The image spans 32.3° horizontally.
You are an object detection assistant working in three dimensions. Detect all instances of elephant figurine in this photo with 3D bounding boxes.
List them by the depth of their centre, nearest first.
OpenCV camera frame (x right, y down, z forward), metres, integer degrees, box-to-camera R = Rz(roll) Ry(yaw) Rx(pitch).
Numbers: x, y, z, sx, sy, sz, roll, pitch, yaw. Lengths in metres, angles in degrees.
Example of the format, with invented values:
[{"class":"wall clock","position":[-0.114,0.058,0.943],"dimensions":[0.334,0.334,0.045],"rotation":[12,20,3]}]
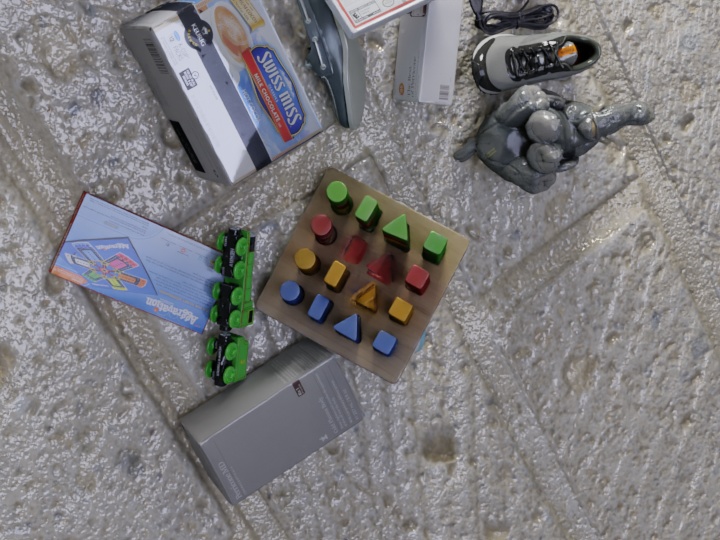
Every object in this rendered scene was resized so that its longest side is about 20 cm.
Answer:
[{"class":"elephant figurine","position":[0.255,-0.179,1.621],"dimensions":[0.199,0.155,0.142],"rotation":[-23,147,-45]}]

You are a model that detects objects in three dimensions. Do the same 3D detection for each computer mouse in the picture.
[{"class":"computer mouse","position":[0.187,-0.401,1.589],"dimensions":[0.140,0.046,0.201],"rotation":[-17,118,-25]}]

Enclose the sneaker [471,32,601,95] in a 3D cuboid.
[{"class":"sneaker","position":[0.223,-0.273,1.592],"dimensions":[0.199,0.079,0.074],"rotation":[-16,98,-32]}]

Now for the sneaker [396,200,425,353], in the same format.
[{"class":"sneaker","position":[0.013,0.018,1.567],"dimensions":[0.130,0.079,0.201],"rotation":[-9,102,-24]}]

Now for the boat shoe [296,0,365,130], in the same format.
[{"class":"boat shoe","position":[-0.037,-0.268,1.512],"dimensions":[0.061,0.073,0.201],"rotation":[-3,112,18]}]

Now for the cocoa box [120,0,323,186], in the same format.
[{"class":"cocoa box","position":[-0.157,-0.217,1.414],"dimensions":[0.131,0.133,0.201],"rotation":[-33,112,-17]}]

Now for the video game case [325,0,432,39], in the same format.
[{"class":"video game case","position":[-0.005,-0.382,1.462],"dimensions":[0.143,0.017,0.201],"rotation":[-29,82,-21]}]

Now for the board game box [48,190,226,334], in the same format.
[{"class":"board game box","position":[-0.256,-0.007,1.471],"dimensions":[0.199,0.019,0.103],"rotation":[25,87,-26]}]

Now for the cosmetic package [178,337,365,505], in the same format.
[{"class":"cosmetic package","position":[-0.110,0.184,1.534],"dimensions":[0.200,0.090,0.107],"rotation":[-35,118,-17]}]

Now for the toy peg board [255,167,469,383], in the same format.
[{"class":"toy peg board","position":[0.000,0.000,1.491],"dimensions":[0.199,0.098,0.200],"rotation":[28,85,7]}]

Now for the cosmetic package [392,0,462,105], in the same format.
[{"class":"cosmetic package","position":[0.084,-0.308,1.537],"dimensions":[0.050,0.082,0.201],"rotation":[2,98,-22]}]

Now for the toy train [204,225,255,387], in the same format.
[{"class":"toy train","position":[-0.152,0.043,1.503],"dimensions":[0.056,0.042,0.201],"rotation":[-15,116,-58]}]
